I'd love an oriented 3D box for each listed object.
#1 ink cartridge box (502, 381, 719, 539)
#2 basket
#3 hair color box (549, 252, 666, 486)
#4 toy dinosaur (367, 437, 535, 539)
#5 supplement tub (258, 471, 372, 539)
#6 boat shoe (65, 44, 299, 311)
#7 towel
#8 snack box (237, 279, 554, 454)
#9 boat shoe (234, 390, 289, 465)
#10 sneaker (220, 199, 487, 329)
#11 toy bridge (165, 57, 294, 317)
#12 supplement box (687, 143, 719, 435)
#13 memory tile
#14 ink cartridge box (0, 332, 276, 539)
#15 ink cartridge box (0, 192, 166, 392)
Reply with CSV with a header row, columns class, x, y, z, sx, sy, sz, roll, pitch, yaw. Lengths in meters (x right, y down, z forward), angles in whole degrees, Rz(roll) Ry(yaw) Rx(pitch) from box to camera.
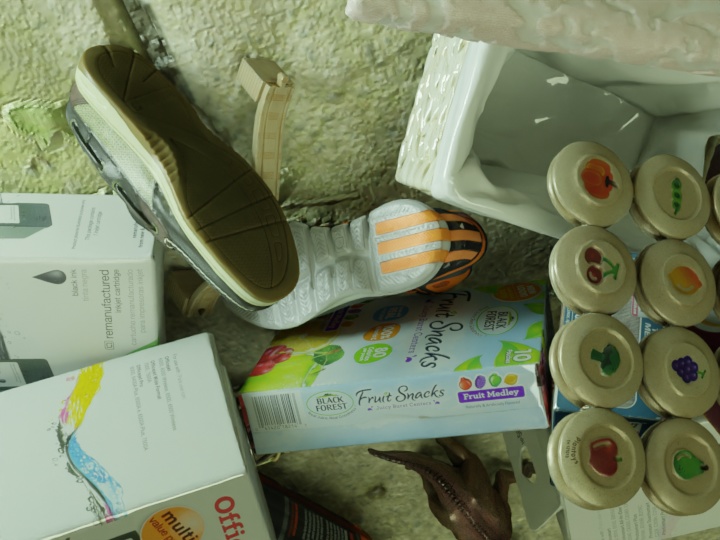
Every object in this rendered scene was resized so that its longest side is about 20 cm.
class,x,y,z,sx,sy,sz,roll,pitch,yaw
ink cartridge box,0.217,0.129,0.817,0.200,0.129,0.125,-14,126,2
basket,0.134,-0.086,0.636,0.200,0.123,0.136,15,94,-19
hair color box,0.155,0.072,0.652,0.060,0.100,0.200,5,157,11
toy dinosaur,0.097,0.206,0.853,0.086,0.136,0.200,-38,121,19
supplement tub,-0.057,0.252,0.885,0.200,0.107,0.107,35,115,-27
boat shoe,-0.114,-0.052,0.646,0.200,0.073,0.065,54,133,11
towel,0.088,-0.182,0.545,0.199,0.191,0.032,5,140,-10
snack box,0.031,0.064,0.713,0.200,0.142,0.053,-7,111,15
boat shoe,-0.088,0.128,0.821,0.199,0.060,0.072,-8,125,-1
sneaker,0.000,0.000,0.729,0.200,0.078,0.112,-7,174,33
toy bridge,-0.084,-0.045,0.692,0.027,0.067,0.200,-3,131,-38
supplement box,0.256,0.016,0.697,0.110,0.200,0.086,-34,124,17
memory tile,0.170,0.030,0.549,0.153,0.200,0.017,9,161,-18
ink cartridge box,-0.164,0.161,0.672,0.200,0.145,0.147,-17,127,-8
ink cartridge box,-0.240,0.026,0.714,0.199,0.084,0.146,0,126,-8
